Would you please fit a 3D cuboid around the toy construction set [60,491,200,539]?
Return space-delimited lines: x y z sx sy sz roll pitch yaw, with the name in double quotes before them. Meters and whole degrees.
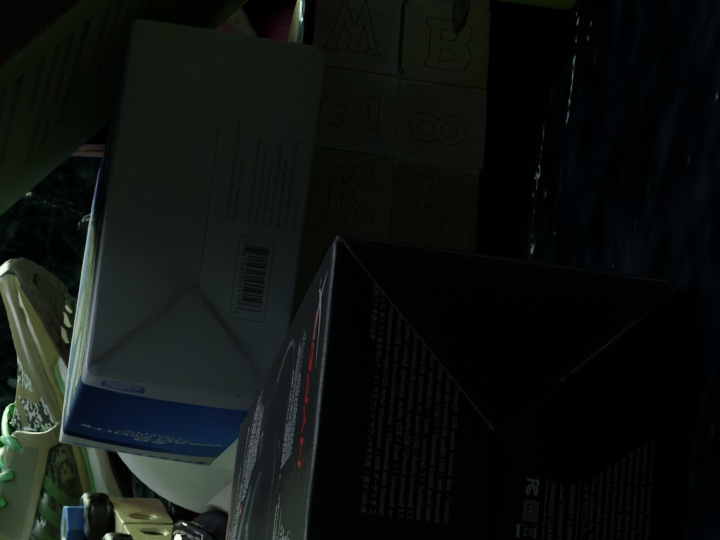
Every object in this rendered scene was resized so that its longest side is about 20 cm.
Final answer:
"toy construction set" -0.090 0.158 0.901 0.200 0.091 0.132 18 105 60

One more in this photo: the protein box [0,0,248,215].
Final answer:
"protein box" -0.115 -0.114 0.702 0.200 0.135 0.199 -42 -1 -17

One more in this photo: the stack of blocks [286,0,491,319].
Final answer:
"stack of blocks" 0.000 0.000 0.779 0.115 0.058 0.202 112 164 -66

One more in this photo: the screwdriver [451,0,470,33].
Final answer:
"screwdriver" 0.050 -0.170 0.704 0.028 0.029 0.202 -113 27 -76

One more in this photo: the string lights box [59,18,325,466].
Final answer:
"string lights box" -0.057 0.000 0.753 0.200 0.058 0.104 133 145 -76

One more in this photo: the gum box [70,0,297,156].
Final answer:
"gum box" -0.089 -0.076 0.897 0.113 0.198 0.067 4 94 60

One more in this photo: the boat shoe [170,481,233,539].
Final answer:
"boat shoe" -0.040 0.142 0.746 0.063 0.072 0.201 -41 -29 -25

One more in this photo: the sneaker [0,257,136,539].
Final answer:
"sneaker" -0.139 0.096 1.001 0.077 0.088 0.202 -100 -2 -74

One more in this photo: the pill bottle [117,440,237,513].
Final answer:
"pill bottle" -0.053 0.020 0.981 0.200 0.111 0.113 -110 28 -76

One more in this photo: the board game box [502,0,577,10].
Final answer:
"board game box" 0.053 -0.143 0.538 0.200 0.047 0.103 122 155 -74

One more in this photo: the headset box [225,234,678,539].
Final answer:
"headset box" 0.007 0.094 0.542 0.200 0.076 0.150 115 162 -72
